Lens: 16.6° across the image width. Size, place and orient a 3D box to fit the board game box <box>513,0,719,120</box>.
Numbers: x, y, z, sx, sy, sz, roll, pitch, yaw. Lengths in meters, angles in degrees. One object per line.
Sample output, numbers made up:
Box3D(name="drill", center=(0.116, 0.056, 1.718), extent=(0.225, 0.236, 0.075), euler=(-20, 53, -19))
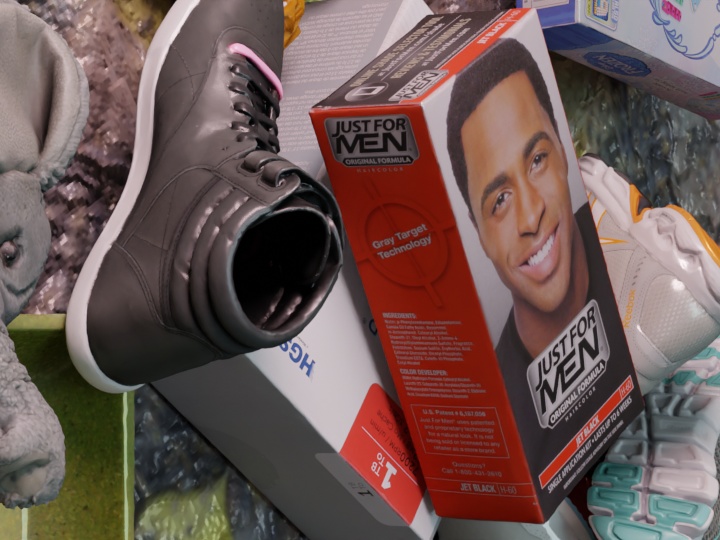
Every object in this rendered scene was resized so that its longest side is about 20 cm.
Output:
Box3D(name="board game box", center=(0.148, -0.195, 1.254), extent=(0.199, 0.043, 0.200), euler=(15, 73, -51))

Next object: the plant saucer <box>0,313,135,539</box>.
Box3D(name="plant saucer", center=(-0.172, 0.116, 0.929), extent=(0.200, 0.048, 0.200), euler=(2, 87, -50))

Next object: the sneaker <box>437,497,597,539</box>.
Box3D(name="sneaker", center=(0.075, 0.181, 1.197), extent=(0.081, 0.076, 0.200), euler=(-32, 110, -44))

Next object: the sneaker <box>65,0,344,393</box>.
Box3D(name="sneaker", center=(-0.042, -0.043, 0.982), extent=(0.071, 0.099, 0.200), euler=(42, 55, -41))

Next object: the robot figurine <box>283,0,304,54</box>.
Box3D(name="robot figurine", center=(-0.061, -0.198, 1.067), extent=(0.145, 0.058, 0.200), euler=(-46, 123, -41))

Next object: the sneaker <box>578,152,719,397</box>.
Box3D(name="sneaker", center=(0.116, 0.005, 1.203), extent=(0.092, 0.200, 0.076), euler=(-43, 106, -1))

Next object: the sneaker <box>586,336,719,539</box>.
Box3D(name="sneaker", center=(0.159, 0.100, 1.240), extent=(0.200, 0.078, 0.091), euler=(-59, 148, -47))

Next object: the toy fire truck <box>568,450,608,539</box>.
Box3D(name="toy fire truck", center=(0.142, 0.161, 1.297), extent=(0.141, 0.049, 0.200), euler=(-4, 89, -51))

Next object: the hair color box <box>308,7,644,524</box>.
Box3D(name="hair color box", center=(0.054, -0.001, 1.065), extent=(0.102, 0.061, 0.200), euler=(-43, 123, -45))

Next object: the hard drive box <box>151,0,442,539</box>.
Box3D(name="hard drive box", center=(0.000, 0.000, 1.116), extent=(0.156, 0.077, 0.200), euler=(48, 55, -37))

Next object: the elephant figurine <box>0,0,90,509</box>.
Box3D(name="elephant figurine", center=(-0.164, -0.038, 0.878), extent=(0.200, 0.141, 0.155), euler=(46, 70, -26))
